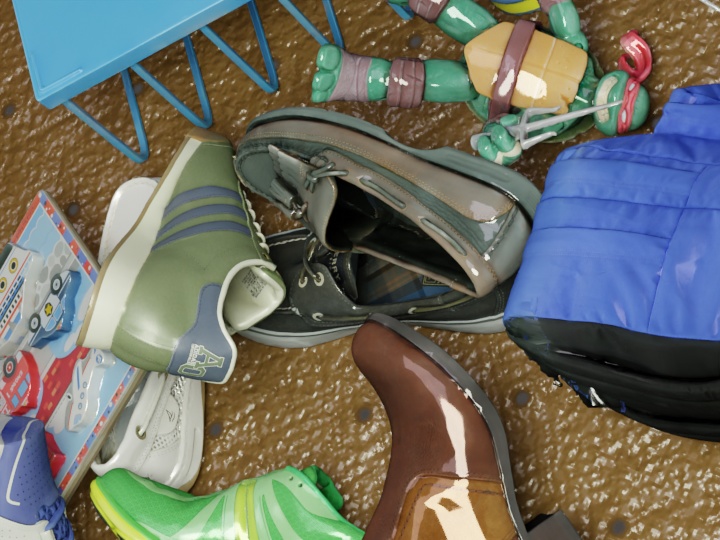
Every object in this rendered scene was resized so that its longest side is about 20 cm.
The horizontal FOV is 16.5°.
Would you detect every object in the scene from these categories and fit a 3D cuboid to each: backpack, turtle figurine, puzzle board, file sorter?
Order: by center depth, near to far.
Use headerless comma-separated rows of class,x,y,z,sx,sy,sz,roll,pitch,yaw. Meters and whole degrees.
backpack,0.183,0.000,1.204,0.199,0.162,0.169,0,64,40
turtle figurine,0.082,-0.110,1.314,0.199,0.101,0.151,15,64,9
puzzle board,-0.197,0.077,1.398,0.201,0.017,0.151,-57,46,20
file sorter,-0.087,-0.172,1.437,0.199,0.123,0.139,-26,58,15

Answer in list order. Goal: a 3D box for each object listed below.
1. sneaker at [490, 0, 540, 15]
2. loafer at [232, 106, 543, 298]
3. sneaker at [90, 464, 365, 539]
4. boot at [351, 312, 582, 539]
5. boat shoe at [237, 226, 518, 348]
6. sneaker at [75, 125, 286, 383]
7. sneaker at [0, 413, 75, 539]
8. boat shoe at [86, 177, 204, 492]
sneaker,0.136,-0.222,1.371,0.200,0.078,0.066,-36,55,7
loafer,0.004,-0.035,1.295,0.199,0.072,0.063,15,56,37
sneaker,-0.049,0.141,1.314,0.199,0.074,0.084,17,73,20
boot,-0.007,0.143,1.235,0.199,0.068,0.189,-33,89,-13
boat shoe,0.000,0.000,1.356,0.199,0.057,0.069,-3,68,26
sneaker,-0.081,-0.002,1.343,0.089,0.200,0.067,22,123,2
sneaker,-0.158,0.176,1.327,0.114,0.081,0.201,6,107,5
boat shoe,-0.126,0.029,1.399,0.070,0.069,0.201,-19,60,26
